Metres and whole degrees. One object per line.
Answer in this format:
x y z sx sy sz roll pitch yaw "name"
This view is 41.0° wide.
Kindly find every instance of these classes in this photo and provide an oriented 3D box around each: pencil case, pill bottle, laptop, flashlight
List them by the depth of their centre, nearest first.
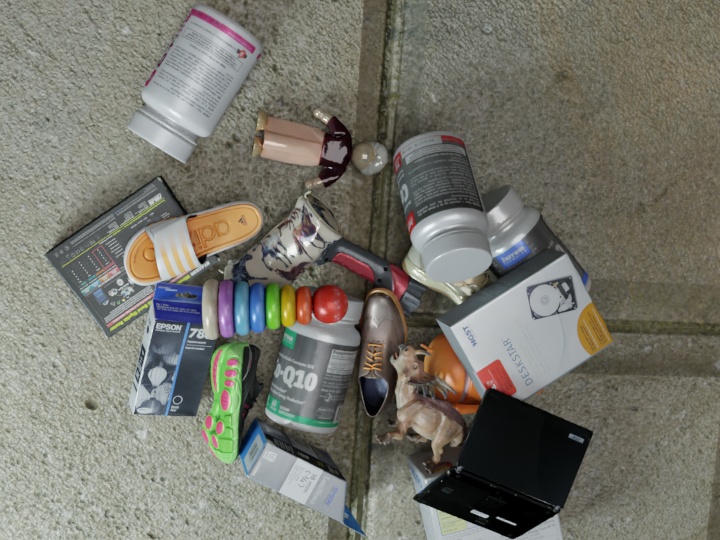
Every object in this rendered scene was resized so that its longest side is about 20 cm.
-0.233 -0.259 1.348 0.113 0.113 0.200 32 90 -13 "pill bottle"
-0.113 -0.027 1.385 0.089 0.078 0.200 42 112 -17 "pencil case"
0.203 0.284 1.389 0.177 0.200 0.103 24 49 -12 "laptop"
0.120 -0.091 1.393 0.114 0.114 0.200 -5 61 -11 "pill bottle"
-0.065 0.131 1.431 0.113 0.113 0.200 13 94 -13 "pill bottle"
0.000 0.000 1.455 0.200 0.068 0.068 26 135 -10 "flashlight"
0.251 -0.025 1.474 0.114 0.114 0.200 -42 103 -4 "pill bottle"

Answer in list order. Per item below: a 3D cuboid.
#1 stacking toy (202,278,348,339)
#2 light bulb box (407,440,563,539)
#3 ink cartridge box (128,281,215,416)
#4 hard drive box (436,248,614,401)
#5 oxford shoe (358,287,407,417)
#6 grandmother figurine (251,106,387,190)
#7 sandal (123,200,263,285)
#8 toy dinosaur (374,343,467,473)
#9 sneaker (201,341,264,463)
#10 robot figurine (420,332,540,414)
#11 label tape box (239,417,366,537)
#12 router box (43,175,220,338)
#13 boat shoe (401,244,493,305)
-0.117 0.053 1.343 0.200 0.085 0.085 -1 97 -3 "stacking toy"
0.197 0.373 1.508 0.198 0.125 0.200 -14 99 -8 "light bulb box"
-0.266 0.117 1.393 0.099 0.039 0.200 6 110 -26 "ink cartridge box"
0.237 0.087 1.388 0.200 0.077 0.156 -32 101 -6 "hard drive box"
0.030 0.125 1.444 0.071 0.073 0.200 3 112 11 "oxford shoe"
-0.058 -0.177 1.423 0.200 0.061 0.121 8 104 -10 "grandmother figurine"
-0.230 -0.045 1.338 0.207 0.059 0.079 -25 101 -13 "sandal"
0.107 0.211 1.422 0.200 0.086 0.136 37 108 -24 "toy dinosaur"
-0.181 0.199 1.432 0.084 0.077 0.200 -13 123 -47 "sneaker"
0.185 0.148 1.482 0.200 0.144 0.117 1 65 -11 "robot figurine"
-0.076 0.304 1.436 0.200 0.144 0.063 29 89 -14 "label tape box"
-0.325 -0.021 1.385 0.200 0.062 0.150 -35 102 -5 "router box"
0.162 0.014 1.448 0.200 0.072 0.065 30 117 -1 "boat shoe"
